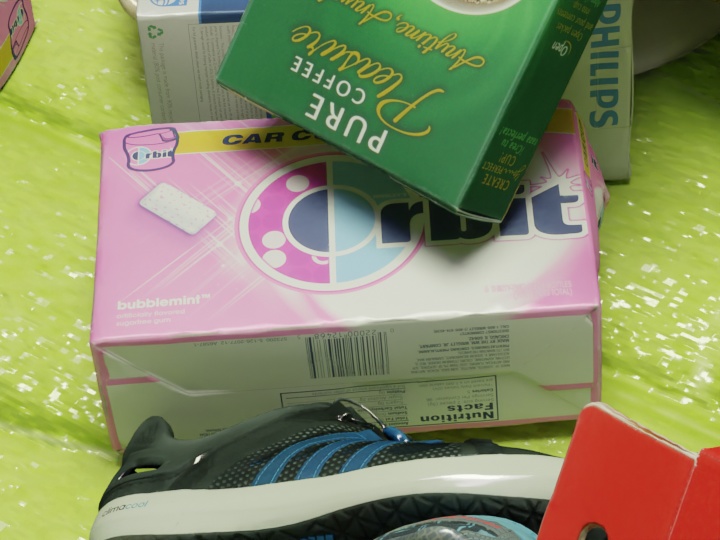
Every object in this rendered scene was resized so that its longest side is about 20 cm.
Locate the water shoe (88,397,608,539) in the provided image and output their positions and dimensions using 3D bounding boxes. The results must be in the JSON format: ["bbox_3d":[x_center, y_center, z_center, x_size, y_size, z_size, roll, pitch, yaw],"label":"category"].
[{"bbox_3d":[0.000,0.074,0.894,0.199,0.072,0.079,-4,44,13],"label":"water shoe"}]

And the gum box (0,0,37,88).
[{"bbox_3d":[-0.208,-0.097,1.062,0.066,0.114,0.200,11,48,15],"label":"gum box"}]

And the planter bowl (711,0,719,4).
[{"bbox_3d":[0.183,-0.159,1.035,0.083,0.201,0.201,-1,46,12],"label":"planter bowl"}]

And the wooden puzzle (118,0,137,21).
[{"bbox_3d":[-0.009,-0.169,1.142,0.199,0.037,0.185,-10,32,3],"label":"wooden puzzle"}]

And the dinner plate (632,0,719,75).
[{"bbox_3d":[0.088,-0.158,1.162,0.199,0.024,0.201,-2,46,2],"label":"dinner plate"}]

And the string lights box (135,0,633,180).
[{"bbox_3d":[0.012,-0.088,1.043,0.199,0.103,0.059,-2,44,2],"label":"string lights box"}]

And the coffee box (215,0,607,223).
[{"bbox_3d":[0.039,-0.132,0.926,0.123,0.044,0.201,27,98,27],"label":"coffee box"}]

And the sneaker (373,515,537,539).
[{"bbox_3d":[-0.032,0.134,0.802,0.200,0.096,0.079,-34,72,4],"label":"sneaker"}]

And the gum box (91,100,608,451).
[{"bbox_3d":[0.000,0.000,0.973,0.199,0.066,0.114,-4,47,2],"label":"gum box"}]

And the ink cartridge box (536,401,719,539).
[{"bbox_3d":[0.144,0.125,0.736,0.200,0.117,0.067,27,17,33],"label":"ink cartridge box"}]
